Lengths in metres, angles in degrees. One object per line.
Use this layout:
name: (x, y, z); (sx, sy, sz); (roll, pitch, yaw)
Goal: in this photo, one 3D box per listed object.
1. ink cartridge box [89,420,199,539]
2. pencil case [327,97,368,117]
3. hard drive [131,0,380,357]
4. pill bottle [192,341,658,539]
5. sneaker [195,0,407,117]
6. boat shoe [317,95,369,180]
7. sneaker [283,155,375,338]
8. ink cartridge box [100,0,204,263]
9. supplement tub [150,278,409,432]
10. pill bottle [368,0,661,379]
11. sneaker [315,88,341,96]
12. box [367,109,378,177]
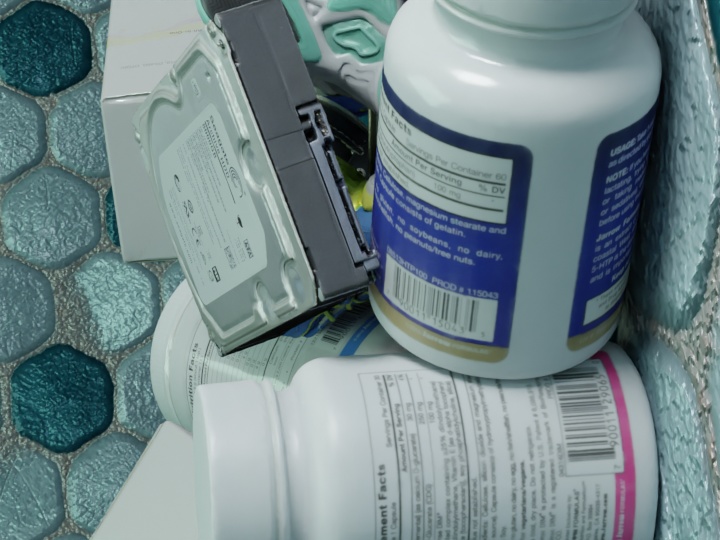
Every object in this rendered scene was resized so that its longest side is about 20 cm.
ink cartridge box: (-0.023, 0.176, 1.065); (0.145, 0.200, 0.084); (30, 88, 51)
pencil case: (-0.010, -0.198, 1.445); (0.078, 0.087, 0.200); (-36, 43, 26)
hard drive: (-0.057, -0.038, 0.963); (0.140, 0.038, 0.200); (69, 159, 2)
pill bottle: (0.026, 0.093, 0.911); (0.113, 0.200, 0.114); (177, 90, -81)
sneaker: (0.019, -0.116, 1.019); (0.078, 0.200, 0.140); (-60, -3, 9)
boat shoe: (-0.001, -0.033, 1.196); (0.199, 0.074, 0.066); (49, -174, -28)
sneaker: (0.000, 0.000, 1.058); (0.105, 0.076, 0.200); (-61, 30, -2)
ink cartridge box: (-0.098, -0.101, 1.294); (0.200, 0.125, 0.129); (-94, -1, -56)
supplement tub: (-0.017, 0.067, 1.165); (0.200, 0.132, 0.132); (15, 110, 49)
pill bottle: (0.067, -0.064, 0.860); (0.120, 0.119, 0.200); (-104, 15, -51)
sneaker: (-0.023, -0.174, 1.195); (0.200, 0.072, 0.072); (-83, -7, -46)
box: (0.028, -0.136, 1.196); (0.200, 0.032, 0.121); (-63, -27, -73)
